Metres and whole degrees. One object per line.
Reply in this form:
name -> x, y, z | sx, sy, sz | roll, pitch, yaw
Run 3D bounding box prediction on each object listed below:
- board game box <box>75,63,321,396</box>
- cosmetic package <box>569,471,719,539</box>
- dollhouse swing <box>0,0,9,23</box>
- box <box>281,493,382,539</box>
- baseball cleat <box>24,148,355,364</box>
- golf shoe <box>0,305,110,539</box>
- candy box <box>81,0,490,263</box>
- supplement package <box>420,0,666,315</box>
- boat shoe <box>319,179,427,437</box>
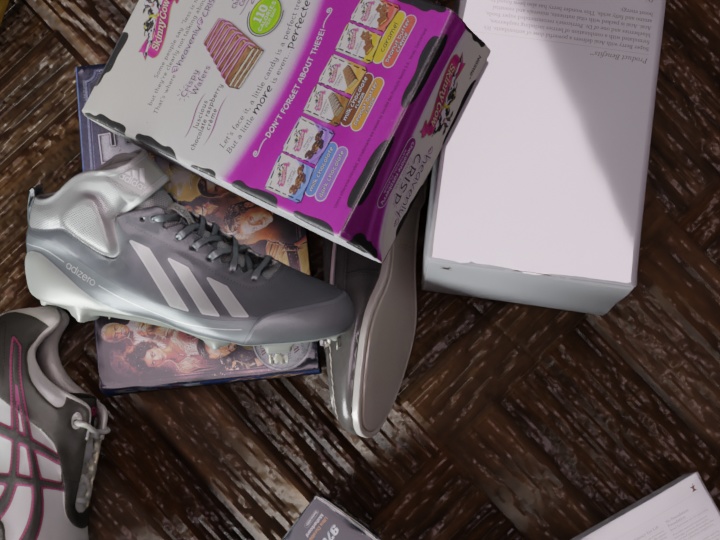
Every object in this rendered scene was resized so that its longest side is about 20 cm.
board game box -> -0.099, -0.031, 1.040 | 0.134, 0.035, 0.202 | -6, 82, 0
cosmetic package -> 0.128, 0.202, 0.995 | 0.199, 0.051, 0.083 | -28, 84, -4
dollhouse swing -> -0.278, -0.243, 1.040 | 0.199, 0.176, 0.182 | 32, 124, 5
box -> -0.064, 0.216, 0.942 | 0.046, 0.159, 0.201 | 36, 83, 4
baseball cleat -> -0.099, -0.011, 0.967 | 0.198, 0.070, 0.107 | 6, 109, 8
golf shoe -> -0.184, 0.118, 0.995 | 0.087, 0.077, 0.201 | -24, 82, 3
candy box -> -0.045, -0.106, 0.960 | 0.199, 0.061, 0.137 | 27, 87, 30
supplement package -> 0.106, -0.086, 1.002 | 0.120, 0.120, 0.202 | 8, 81, 1
boat shoe -> 0.000, 0.000, 1.026 | 0.057, 0.067, 0.202 | 2, 76, 27
